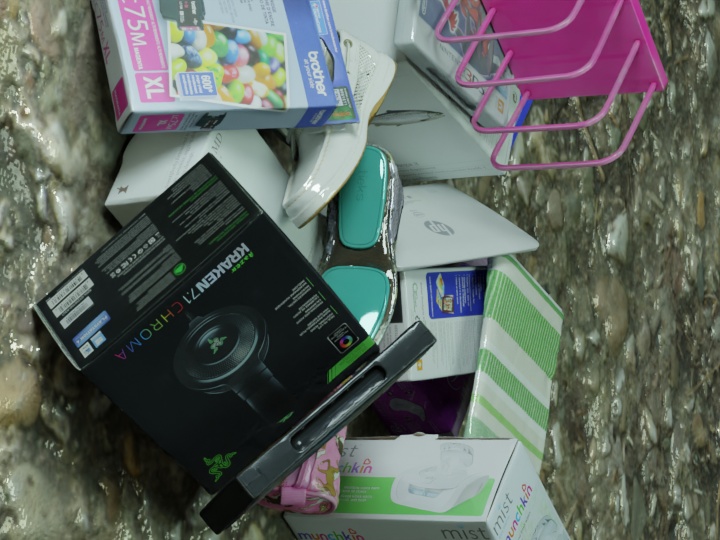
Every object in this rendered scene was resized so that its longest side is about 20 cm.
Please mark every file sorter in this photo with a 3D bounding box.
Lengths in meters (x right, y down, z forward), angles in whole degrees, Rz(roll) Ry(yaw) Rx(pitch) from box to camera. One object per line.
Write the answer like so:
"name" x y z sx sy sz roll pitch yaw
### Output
"file sorter" 0.148 -0.194 1.758 0.126 0.139 0.200 -60 136 -39

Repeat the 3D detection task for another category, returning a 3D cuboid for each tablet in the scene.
"tablet" 0.053 -0.042 1.841 0.200 0.130 0.014 -9 125 -46

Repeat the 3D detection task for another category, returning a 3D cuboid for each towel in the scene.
"towel" 0.135 0.095 1.875 0.153 0.023 0.200 45 49 -52

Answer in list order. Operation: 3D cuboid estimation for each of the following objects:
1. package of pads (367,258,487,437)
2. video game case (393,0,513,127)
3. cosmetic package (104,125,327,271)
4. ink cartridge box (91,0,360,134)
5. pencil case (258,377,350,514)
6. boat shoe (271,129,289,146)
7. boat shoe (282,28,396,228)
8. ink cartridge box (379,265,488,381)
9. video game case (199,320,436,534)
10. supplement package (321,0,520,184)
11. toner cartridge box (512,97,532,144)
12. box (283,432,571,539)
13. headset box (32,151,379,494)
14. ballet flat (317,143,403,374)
"package of pads" 0.066 0.048 1.929 0.121 0.076 0.200 55 44 -37
"video game case" 0.090 -0.247 1.819 0.182 0.023 0.201 35 56 -53
"cosmetic package" -0.105 -0.035 1.649 0.200 0.081 0.113 55 42 -43
"ink cartridge box" -0.096 -0.166 1.589 0.200 0.042 0.120 -3 66 -28
"pencil case" -0.041 0.105 1.744 0.086 0.083 0.201 36 58 -53
"boat shoe" -0.086 -0.175 1.728 0.073 0.062 0.200 -43 118 -8
"boat shoe" -0.033 -0.116 1.671 0.069 0.071 0.200 38 43 -17
"ink cartridge box" 0.079 0.045 1.846 0.200 0.037 0.095 -2 88 -56
"video game case" -0.035 0.122 1.585 0.181 0.200 0.026 -40 87 -18
"supplement package" 0.047 -0.177 1.874 0.200 0.117 0.118 43 51 -48
"toner cartridge box" 0.144 -0.215 2.105 0.095 0.043 0.200 60 40 -35
"box" 0.067 0.231 1.798 0.177 0.200 0.097 62 40 -37
"headset box" -0.107 0.046 1.550 0.174 0.093 0.200 -40 135 -2
"ballet flat" 0.000 0.000 1.688 0.072 0.072 0.201 36 57 -52
